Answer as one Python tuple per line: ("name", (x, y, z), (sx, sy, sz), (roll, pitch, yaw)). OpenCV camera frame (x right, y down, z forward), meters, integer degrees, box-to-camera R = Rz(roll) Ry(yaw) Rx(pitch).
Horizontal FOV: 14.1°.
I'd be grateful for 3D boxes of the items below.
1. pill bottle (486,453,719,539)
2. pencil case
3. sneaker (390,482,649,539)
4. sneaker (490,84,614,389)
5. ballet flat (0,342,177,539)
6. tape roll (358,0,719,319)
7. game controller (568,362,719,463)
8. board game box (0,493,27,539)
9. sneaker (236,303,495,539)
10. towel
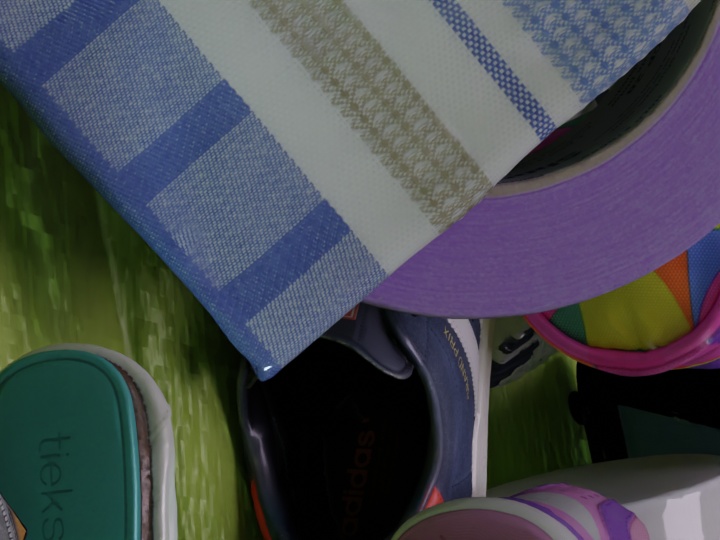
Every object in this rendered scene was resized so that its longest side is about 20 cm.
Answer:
("pill bottle", (0.092, 0.167, 0.937), (0.116, 0.116, 0.201), (-21, 101, -66))
("pencil case", (0.115, -0.012, 0.909), (0.200, 0.088, 0.089), (-4, 86, -65))
("sneaker", (0.048, 0.146, 0.835), (0.088, 0.080, 0.201), (-34, 134, -59))
("sneaker", (0.046, -0.071, 0.971), (0.079, 0.129, 0.200), (-20, 138, -55))
("ballet flat", (-0.066, 0.117, 0.675), (0.069, 0.069, 0.201), (41, 45, -56))
("tape roll", (0.024, -0.089, 0.764), (0.066, 0.199, 0.201), (-165, -115, -80))
("game controller", (0.123, 0.079, 1.008), (0.200, 0.042, 0.105), (-170, -105, -74))
("board game box", (-0.139, 0.038, 0.560), (0.136, 0.034, 0.200), (-74, 147, -43))
("sneaker", (0.000, 0.000, 0.836), (0.084, 0.075, 0.201), (21, 64, -68))
("towel", (0.004, -0.091, 0.717), (0.147, 0.200, 0.024), (48, -3, -11))
